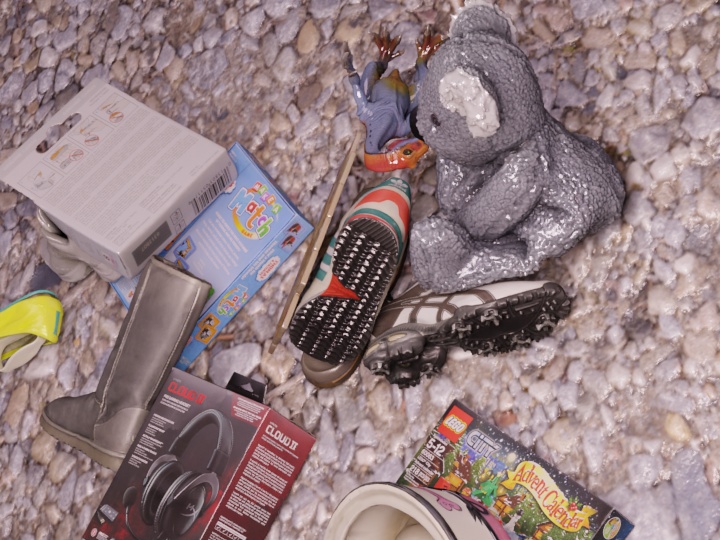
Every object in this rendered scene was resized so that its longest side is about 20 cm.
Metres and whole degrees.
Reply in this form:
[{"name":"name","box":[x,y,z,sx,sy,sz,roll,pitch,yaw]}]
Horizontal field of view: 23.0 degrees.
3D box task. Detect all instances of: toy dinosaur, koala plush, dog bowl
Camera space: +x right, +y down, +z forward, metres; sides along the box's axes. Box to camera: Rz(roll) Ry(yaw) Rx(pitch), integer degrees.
[{"name":"toy dinosaur","box":[0.038,-0.144,1.636,0.104,0.201,0.183,9,59,8]},{"name":"koala plush","box":[0.115,-0.115,1.481,0.182,0.202,0.178,-10,30,21]},{"name":"dog bowl","box":[0.052,0.257,1.350,0.199,0.073,0.203,9,102,54]}]

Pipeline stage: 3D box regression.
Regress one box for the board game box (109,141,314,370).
[{"name":"board game box","box":[-0.153,-0.015,1.787,0.200,0.037,0.151,-48,43,6]}]

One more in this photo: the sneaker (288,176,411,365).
[{"name":"sneaker","box":[0.000,0.000,1.551,0.094,0.070,0.201,-60,-3,-43]}]

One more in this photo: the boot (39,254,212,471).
[{"name":"boot","box":[-0.230,0.081,1.721,0.181,0.072,0.202,18,96,45]}]

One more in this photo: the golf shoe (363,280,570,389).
[{"name":"golf shoe","box":[0.087,0.029,1.528,0.198,0.078,0.095,-19,52,29]}]

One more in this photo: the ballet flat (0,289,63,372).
[{"name":"ballet flat","box":[-0.402,0.086,1.913,0.199,0.067,0.068,-24,63,25]}]

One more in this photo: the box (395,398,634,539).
[{"name":"box","box":[0.106,0.207,1.420,0.199,0.038,0.137,32,86,47]}]

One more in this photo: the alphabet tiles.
[{"name":"alphabet tiles","box":[-0.043,-0.025,1.643,0.167,0.006,0.202,125,166,-71]}]

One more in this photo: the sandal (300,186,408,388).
[{"name":"sandal","box":[-0.014,0.009,1.641,0.081,0.055,0.202,8,68,43]}]

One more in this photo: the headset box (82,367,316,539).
[{"name":"headset box","box":[-0.143,0.190,1.614,0.148,0.077,0.202,18,76,45]}]

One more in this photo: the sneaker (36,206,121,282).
[{"name":"sneaker","box":[-0.304,-0.043,1.869,0.199,0.099,0.078,-4,52,59]}]

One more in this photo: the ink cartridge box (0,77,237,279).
[{"name":"ink cartridge box","box":[-0.249,-0.096,1.792,0.199,0.057,0.163,27,62,35]}]
